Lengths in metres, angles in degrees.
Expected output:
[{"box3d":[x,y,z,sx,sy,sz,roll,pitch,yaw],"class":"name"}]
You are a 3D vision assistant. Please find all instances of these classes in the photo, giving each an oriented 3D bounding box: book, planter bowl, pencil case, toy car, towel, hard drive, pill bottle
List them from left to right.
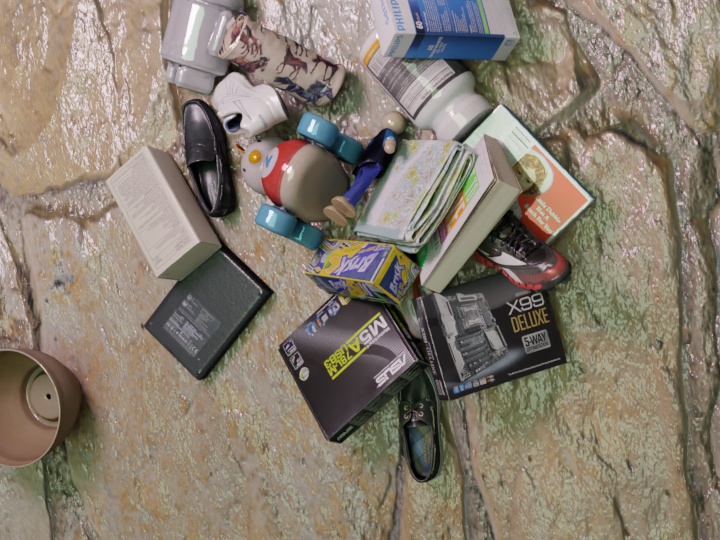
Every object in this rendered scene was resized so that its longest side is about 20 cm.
[{"box3d":[-0.571,0.227,1.801,0.199,0.135,0.202,1,94,17],"class":"planter bowl"},{"box3d":[-0.257,0.064,1.744,0.139,0.033,0.200,42,105,11],"class":"hard drive"},{"box3d":[-0.132,-0.161,1.629,0.199,0.177,0.185,25,90,27],"class":"toy car"},{"box3d":[-0.118,-0.323,1.599,0.199,0.090,0.078,24,136,-26],"class":"pencil case"},{"box3d":[0.076,-0.113,1.541,0.048,0.200,0.172,34,82,-26],"class":"towel"},{"box3d":[0.100,-0.286,1.565,0.116,0.116,0.200,-43,82,15],"class":"pill bottle"},{"box3d":[0.147,-0.083,1.502,0.048,0.134,0.201,22,121,-20],"class":"book"}]

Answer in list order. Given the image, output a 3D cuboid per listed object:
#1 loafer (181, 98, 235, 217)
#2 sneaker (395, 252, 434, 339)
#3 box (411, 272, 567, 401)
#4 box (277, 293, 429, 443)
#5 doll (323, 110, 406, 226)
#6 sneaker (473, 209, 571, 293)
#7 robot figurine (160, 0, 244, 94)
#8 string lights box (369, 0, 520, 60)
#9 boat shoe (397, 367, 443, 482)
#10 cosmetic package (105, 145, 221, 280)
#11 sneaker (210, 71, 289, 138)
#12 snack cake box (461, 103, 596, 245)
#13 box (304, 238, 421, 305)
[{"box3d":[-0.255,-0.186,1.707,0.068,0.070,0.202,-15,89,17],"class":"loafer"},{"box3d":[0.073,0.015,1.617,0.075,0.092,0.201,-5,68,-23],"class":"sneaker"},{"box3d":[0.192,0.090,1.545,0.199,0.050,0.159,-15,89,-15],"class":"box"},{"box3d":[-0.015,0.134,1.628,0.200,0.047,0.194,-42,53,16],"class":"box"},{"box3d":[0.018,-0.165,1.588,0.048,0.136,0.201,34,65,-7],"class":"doll"},{"box3d":[0.219,-0.034,1.483,0.071,0.098,0.200,-41,36,-12],"class":"sneaker"},{"box3d":[-0.254,-0.390,1.670,0.169,0.112,0.201,26,103,49],"class":"robot figurine"},{"box3d":[0.123,-0.366,1.509,0.198,0.059,0.103,-2,65,-20],"class":"string lights box"},{"box3d":[0.093,0.235,1.632,0.068,0.057,0.202,-10,91,18],"class":"boat shoe"},{"box3d":[-0.327,-0.095,1.717,0.103,0.073,0.201,-36,73,18],"class":"cosmetic package"},{"box3d":[-0.194,-0.258,1.635,0.087,0.200,0.075,-39,120,-18],"class":"sneaker"},{"box3d":[0.243,-0.138,1.554,0.115,0.067,0.200,-44,80,15],"class":"snack cake box"},{"box3d":[0.000,0.000,1.570,0.199,0.064,0.070,8,64,56],"class":"box"}]
